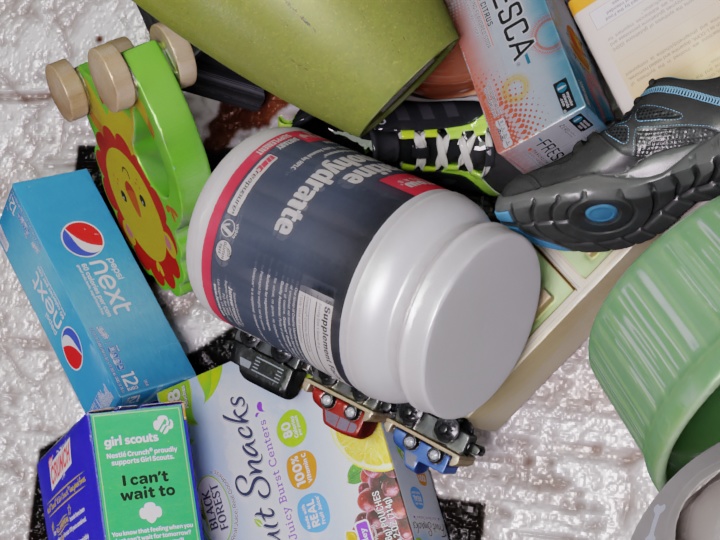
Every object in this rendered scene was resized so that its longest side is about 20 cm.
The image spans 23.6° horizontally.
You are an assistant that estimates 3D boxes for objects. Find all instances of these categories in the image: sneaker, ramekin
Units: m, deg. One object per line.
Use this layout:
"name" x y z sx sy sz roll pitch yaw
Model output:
"sneaker" 0.037 -0.082 1.188 0.199 0.083 0.072 11 119 24
"ramekin" 0.232 0.038 1.023 0.200 0.200 0.098 -43 57 15
"sneaker" 0.177 -0.070 1.062 0.199 0.073 0.082 -16 57 21

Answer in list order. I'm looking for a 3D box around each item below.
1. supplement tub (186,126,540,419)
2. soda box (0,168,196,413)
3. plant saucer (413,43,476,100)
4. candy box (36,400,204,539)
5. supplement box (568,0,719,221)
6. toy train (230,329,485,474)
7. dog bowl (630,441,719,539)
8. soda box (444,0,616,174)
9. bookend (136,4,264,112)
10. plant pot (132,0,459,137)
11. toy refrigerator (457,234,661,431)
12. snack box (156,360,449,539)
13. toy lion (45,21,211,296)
"supplement tub" 0.000 0.000 1.105 0.200 0.140 0.141 24 93 33
"soda box" -0.203 0.023 1.308 0.200 0.068 0.064 60 143 22
"plant saucer" 0.066 -0.214 1.239 0.200 0.032 0.201 -5 78 27
"candy box" -0.166 0.210 1.219 0.169 0.077 0.201 140 121 -62
"supplement box" 0.237 -0.116 1.110 0.126 0.073 0.200 -30 69 20
"toy train" -0.006 0.088 1.152 0.200 0.034 0.046 24 93 27
"dog bowl" 0.240 0.179 1.002 0.200 0.200 0.059 -56 29 9
"soda box" 0.104 -0.161 1.139 0.068 0.064 0.201 -28 60 22
"bookend" -0.079 -0.260 1.261 0.199 0.092 0.200 -39 61 28
"plant pot" -0.038 -0.188 1.114 0.187 0.187 0.200 -44 88 14
"toy refrigerator" 0.122 0.010 1.152 0.200 0.070 0.076 -47 64 13
"snack box" -0.039 0.153 1.212 0.168 0.068 0.201 -23 70 22
"toy lion" -0.151 -0.073 1.243 0.200 0.069 0.192 3 116 67
